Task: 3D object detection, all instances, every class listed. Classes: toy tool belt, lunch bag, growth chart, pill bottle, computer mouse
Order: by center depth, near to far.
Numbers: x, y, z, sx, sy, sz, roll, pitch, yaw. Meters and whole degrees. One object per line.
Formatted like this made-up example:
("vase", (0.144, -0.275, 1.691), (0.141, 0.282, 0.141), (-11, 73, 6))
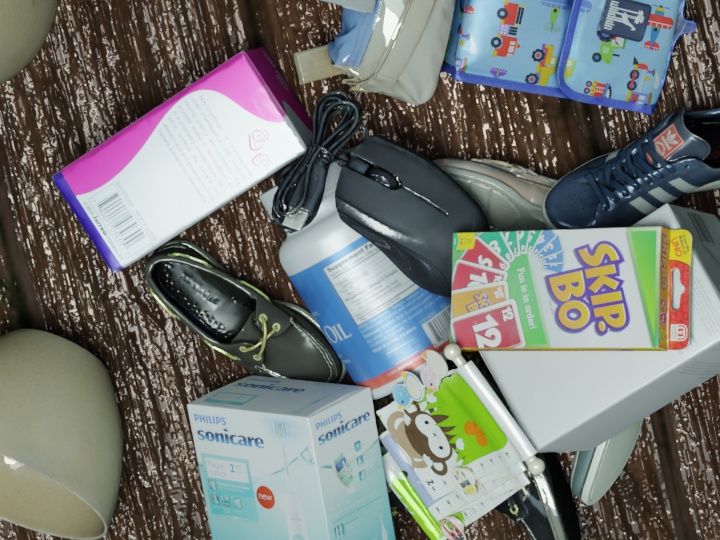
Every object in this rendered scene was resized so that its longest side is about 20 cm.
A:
("computer mouse", (0.034, -0.051, 1.687), (0.200, 0.053, 0.139), (33, 63, -17))
("growth chart", (0.072, 0.149, 1.698), (0.145, 0.018, 0.200), (48, 141, 7))
("toy tool belt", (0.019, -0.243, 1.704), (0.123, 0.125, 0.200), (11, 100, -4))
("lunch bag", (0.182, -0.219, 1.717), (0.200, 0.094, 0.151), (10, 100, -8))
("pill bottle", (0.000, 0.000, 1.751), (0.112, 0.112, 0.200), (-31, 94, 11))

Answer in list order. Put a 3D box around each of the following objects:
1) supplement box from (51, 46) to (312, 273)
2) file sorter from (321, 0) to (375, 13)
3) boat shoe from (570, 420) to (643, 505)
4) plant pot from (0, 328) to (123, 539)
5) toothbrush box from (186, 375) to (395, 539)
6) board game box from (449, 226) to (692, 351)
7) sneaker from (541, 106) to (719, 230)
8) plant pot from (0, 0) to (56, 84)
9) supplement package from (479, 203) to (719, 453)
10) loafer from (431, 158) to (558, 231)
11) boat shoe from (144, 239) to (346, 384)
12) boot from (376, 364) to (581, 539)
("supplement box", (-0.146, -0.097, 1.757), (0.200, 0.103, 0.101), (-31, 94, 12))
("file sorter", (-0.091, -0.295, 1.655), (0.200, 0.139, 0.125), (21, 100, 40))
("boat shoe", (0.211, 0.103, 1.775), (0.062, 0.073, 0.200), (21, 104, 28))
("plant pot", (-0.288, 0.130, 1.784), (0.200, 0.200, 0.135), (20, 66, 3))
("toothbrush box", (-0.055, 0.199, 1.765), (0.146, 0.085, 0.200), (4, 108, 41))
("board game box", (0.164, 0.016, 1.615), (0.200, 0.030, 0.096), (-1, 84, 28))
("sneaker", (0.242, -0.089, 1.693), (0.200, 0.085, 0.075), (-25, 68, -11))
("plant pot", (-0.371, -0.241, 1.740), (0.200, 0.134, 0.200), (1, 101, 6))
("supplement package", (0.215, 0.050, 1.666), (0.200, 0.121, 0.120), (-34, 72, 22))
("loafer", (0.148, -0.053, 1.759), (0.200, 0.063, 0.072), (20, 134, 6))
("boat shoe", (-0.103, 0.047, 1.796), (0.201, 0.061, 0.072), (33, 102, 0))
("boot", (0.096, 0.193, 1.797), (0.154, 0.073, 0.204), (-22, 99, 16))
